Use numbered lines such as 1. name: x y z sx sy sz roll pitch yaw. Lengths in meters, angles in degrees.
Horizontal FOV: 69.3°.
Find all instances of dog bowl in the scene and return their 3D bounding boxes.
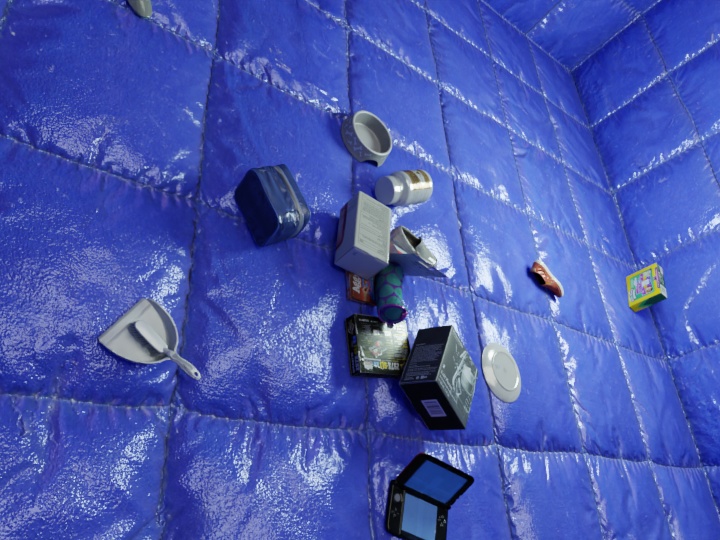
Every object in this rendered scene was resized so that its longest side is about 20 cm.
1. dog bowl: 0.027 -0.458 1.789 0.196 0.058 0.205 21 55 -32

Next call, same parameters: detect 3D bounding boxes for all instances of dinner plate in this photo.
1. dinner plate: 0.482 0.340 1.755 0.196 0.024 0.205 21 54 -30

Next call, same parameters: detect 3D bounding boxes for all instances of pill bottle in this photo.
1. pill bottle: 0.144 -0.275 1.745 0.197 0.114 0.117 -15 76 -44

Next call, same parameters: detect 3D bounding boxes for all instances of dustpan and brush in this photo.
1. dustpan and brush: -0.406 0.157 1.059 0.200 0.057 0.140 47 45 -10

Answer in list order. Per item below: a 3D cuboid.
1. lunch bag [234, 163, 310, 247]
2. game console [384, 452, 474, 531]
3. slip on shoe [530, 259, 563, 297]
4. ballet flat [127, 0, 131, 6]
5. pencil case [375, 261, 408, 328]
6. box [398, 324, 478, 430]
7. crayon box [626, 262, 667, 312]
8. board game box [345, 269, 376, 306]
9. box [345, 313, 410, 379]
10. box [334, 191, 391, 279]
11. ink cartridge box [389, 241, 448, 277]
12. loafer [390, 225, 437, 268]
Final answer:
1. lunch bag: -0.225 -0.177 1.353 0.131 0.135 0.204 -17 77 -45
2. game console: 0.175 0.576 1.285 0.197 0.118 0.176 32 49 -22
3. slip on shoe: 0.766 0.044 2.149 0.061 0.074 0.200 -47 109 -10
4. ballet flat: -0.614 -0.787 1.414 0.066 0.063 0.204 -15 77 -44
5. pencil case: 0.089 0.064 1.488 0.090 0.086 0.202 16 36 -11
6. box: 0.223 0.298 1.445 0.202 0.121 0.199 57 39 -27
7. crayon box: 1.435 0.086 2.620 0.058 0.172 0.203 32 49 -16
8. board game box: 0.000 0.000 1.532 0.101 0.019 0.205 15 57 -33
9. box: 0.054 0.212 1.437 0.196 0.049 0.164 11 62 -37
10. box: 0.009 -0.100 1.505 0.126 0.108 0.205 26 51 -27
11. ink cartridge box: 0.148 -0.033 1.541 0.161 0.197 0.059 30 69 -34
12. loafer: 0.182 -0.075 1.695 0.198 0.069 0.071 33 48 -23
